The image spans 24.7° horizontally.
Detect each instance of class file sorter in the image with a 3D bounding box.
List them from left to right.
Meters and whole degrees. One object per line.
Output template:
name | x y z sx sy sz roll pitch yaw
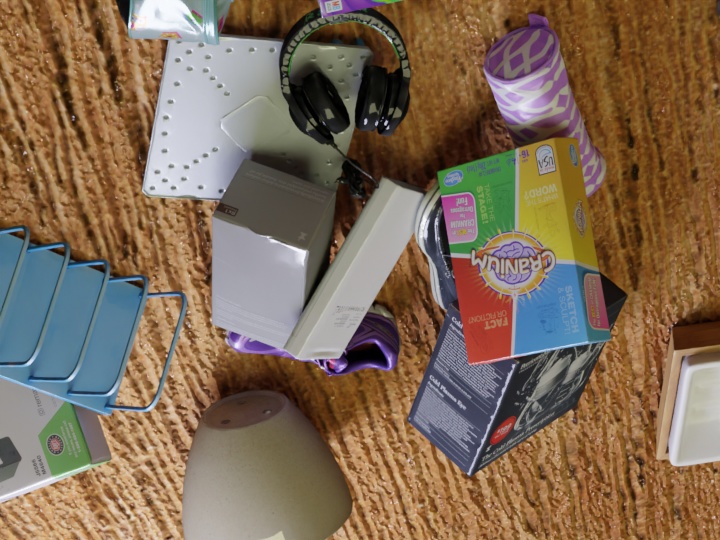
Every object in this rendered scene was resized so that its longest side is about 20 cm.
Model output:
file sorter | -0.295 0.050 1.656 0.199 0.139 0.122 24 163 -31

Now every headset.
headset | -0.012 -0.164 1.579 0.123 0.094 0.201 -8 119 -1

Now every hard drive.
hard drive | 0.000 0.000 1.688 0.201 0.026 0.132 -60 163 8

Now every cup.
cup | -0.118 0.222 1.880 0.199 0.200 0.144 -11 109 -3

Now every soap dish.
soap dish | 0.439 0.143 1.994 0.156 0.081 0.201 -8 135 -6

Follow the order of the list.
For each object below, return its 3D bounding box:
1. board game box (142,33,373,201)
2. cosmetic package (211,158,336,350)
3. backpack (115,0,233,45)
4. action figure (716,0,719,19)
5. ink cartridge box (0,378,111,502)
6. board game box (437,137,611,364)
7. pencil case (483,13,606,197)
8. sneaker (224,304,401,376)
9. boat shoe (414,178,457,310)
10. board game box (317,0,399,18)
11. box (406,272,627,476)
board game box | -0.105 -0.151 1.620 0.199 0.026 0.201 2 133 -16
cosmetic package | -0.090 -0.010 1.666 0.106 0.090 0.200 21 144 7
backpack | -0.143 -0.290 1.374 0.152 0.176 0.201 5 136 -13
action figure | 0.413 -0.250 1.550 0.104 0.193 0.200 -34 164 -39
ink cartridge box | -0.390 0.173 1.768 0.199 0.146 0.084 -21 176 7
board game box | 0.160 -0.017 1.624 0.153 0.201 0.040 -15 172 42
pencil case | 0.190 -0.155 1.652 0.086 0.084 0.200 -51 139 -18
sneaker | -0.048 0.075 1.809 0.199 0.084 0.081 2 132 -15
boat shoe | 0.104 -0.023 1.750 0.075 0.062 0.200 -51 148 -27
board game box | 0.048 -0.312 1.448 0.199 0.105 0.103 -13 135 -1
box | 0.171 0.096 1.805 0.200 0.104 0.183 -27 146 -40
